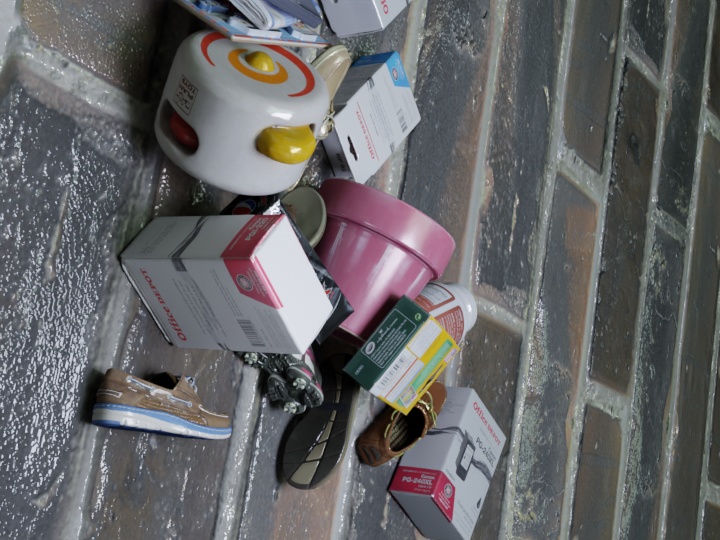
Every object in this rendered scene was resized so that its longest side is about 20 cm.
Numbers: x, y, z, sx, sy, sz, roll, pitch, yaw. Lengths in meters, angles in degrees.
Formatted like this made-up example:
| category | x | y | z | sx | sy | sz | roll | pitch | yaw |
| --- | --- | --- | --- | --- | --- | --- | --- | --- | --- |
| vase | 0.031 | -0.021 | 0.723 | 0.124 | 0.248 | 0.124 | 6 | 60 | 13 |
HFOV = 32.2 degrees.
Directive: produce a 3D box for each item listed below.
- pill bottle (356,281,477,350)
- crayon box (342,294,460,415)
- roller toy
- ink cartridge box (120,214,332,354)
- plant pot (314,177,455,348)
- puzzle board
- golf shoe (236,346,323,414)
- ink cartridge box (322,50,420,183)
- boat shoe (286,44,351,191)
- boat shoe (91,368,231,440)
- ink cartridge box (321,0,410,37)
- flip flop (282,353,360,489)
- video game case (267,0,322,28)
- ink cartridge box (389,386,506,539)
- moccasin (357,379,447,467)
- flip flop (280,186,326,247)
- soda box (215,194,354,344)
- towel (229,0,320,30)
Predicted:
| category | x | y | z | sx | sy | sz | roll | pitch | yaw |
| --- | --- | --- | --- | --- | --- | --- | --- | --- | --- |
| pill bottle | 0.089 | 0.080 | 1.844 | 0.200 | 0.112 | 0.112 | -21 | 107 | -53 |
| crayon box | 0.058 | 0.116 | 1.663 | 0.126 | 0.052 | 0.200 | -51 | 158 | -2 |
| roller toy | -0.135 | -0.187 | 1.430 | 0.200 | 0.182 | 0.140 | -80 | -167 | -57 |
| ink cartridge box | -0.152 | 0.015 | 1.416 | 0.085 | 0.200 | 0.146 | -57 | 134 | -40 |
| plant pot | 0.000 | 0.000 | 1.665 | 0.200 | 0.200 | 0.179 | 39 | 74 | -48 |
| puzzle board | -0.140 | -0.311 | 1.492 | 0.200 | 0.151 | 0.017 | -11 | 132 | -56 |
| golf shoe | -0.110 | 0.093 | 1.609 | 0.088 | 0.077 | 0.200 | -81 | 152 | -54 |
| ink cartridge box | 0.000 | -0.211 | 1.755 | 0.200 | 0.067 | 0.116 | -51 | 130 | -43 |
| boat shoe | -0.061 | -0.192 | 1.574 | 0.200 | 0.065 | 0.072 | -56 | 162 | 22 |
| boat shoe | -0.218 | 0.153 | 1.433 | 0.200 | 0.072 | 0.072 | 20 | 72 | -54 |
| ink cartridge box | 0.020 | -0.441 | 1.758 | 0.200 | 0.083 | 0.145 | -53 | 131 | -42 |
| flip flop | -0.044 | 0.207 | 1.684 | 0.058 | 0.081 | 0.200 | 74 | 28 | -54 |
| video game case | -0.131 | -0.384 | 1.495 | 0.143 | 0.019 | 0.200 | 22 | 32 | -48 |
| ink cartridge box | 0.139 | 0.299 | 1.940 | 0.145 | 0.083 | 0.200 | 55 | 47 | -39 |
| moccasin | 0.075 | 0.219 | 1.849 | 0.201 | 0.078 | 0.074 | -28 | 97 | -50 |
| flip flop | -0.115 | -0.043 | 1.559 | 0.200 | 0.081 | 0.058 | -40 | 152 | -32 |
| soda box | -0.089 | -0.006 | 1.499 | 0.063 | 0.071 | 0.200 | -43 | 127 | -13 |
| towel | -0.128 | -0.352 | 1.500 | 0.147 | 0.024 | 0.200 | 44 | 23 | 1 |
